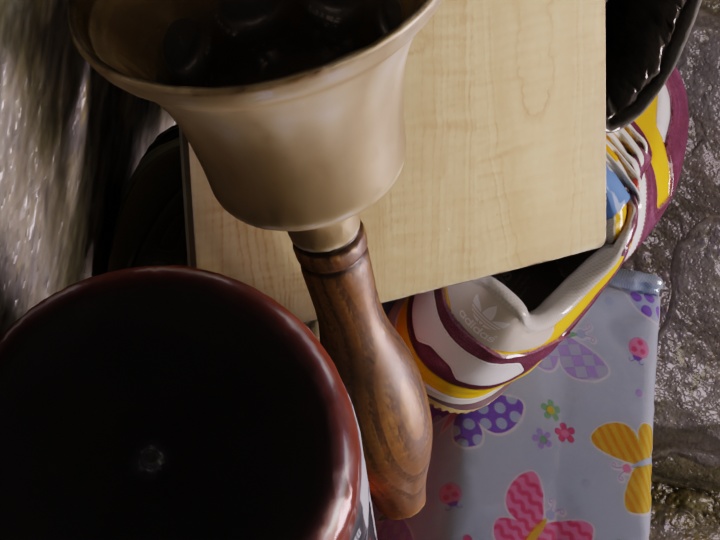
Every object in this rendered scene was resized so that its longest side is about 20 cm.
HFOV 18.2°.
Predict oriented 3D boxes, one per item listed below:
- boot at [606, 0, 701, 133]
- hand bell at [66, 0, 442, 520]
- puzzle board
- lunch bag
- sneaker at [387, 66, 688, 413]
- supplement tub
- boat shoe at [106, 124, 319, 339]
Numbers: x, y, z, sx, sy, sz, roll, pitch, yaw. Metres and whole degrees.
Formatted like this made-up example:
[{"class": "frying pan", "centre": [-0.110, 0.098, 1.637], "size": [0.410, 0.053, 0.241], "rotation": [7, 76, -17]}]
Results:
[{"class": "boot", "centre": [0.063, -0.176, 0.865], "size": [0.200, 0.072, 0.182], "rotation": [-125, -147, -49]}, {"class": "hand bell", "centre": [-0.008, -0.003, 0.645], "size": [0.104, 0.104, 0.200], "rotation": [-72, 156, -46]}, {"class": "puzzle board", "centre": [0.009, -0.089, 0.674], "size": [0.017, 0.150, 0.201], "rotation": [26, -56, 55]}, {"class": "lunch bag", "centre": [0.047, 0.102, 0.970], "size": [0.200, 0.127, 0.170], "rotation": [130, -29, -55]}, {"class": "sneaker", "centre": [0.088, -0.031, 0.881], "size": [0.200, 0.075, 0.090], "rotation": [-56, -174, -33]}, {"class": "supplement tub", "centre": [-0.047, 0.078, 0.639], "size": [0.200, 0.107, 0.107], "rotation": [81, 21, -70]}, {"class": "boat shoe", "centre": [-0.047, 0.031, 0.749], "size": [0.066, 0.072, 0.201], "rotation": [-108, -172, -54]}]
